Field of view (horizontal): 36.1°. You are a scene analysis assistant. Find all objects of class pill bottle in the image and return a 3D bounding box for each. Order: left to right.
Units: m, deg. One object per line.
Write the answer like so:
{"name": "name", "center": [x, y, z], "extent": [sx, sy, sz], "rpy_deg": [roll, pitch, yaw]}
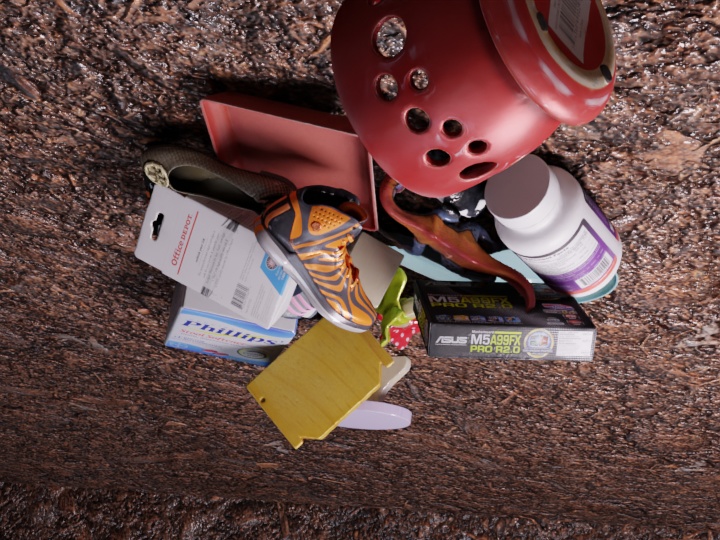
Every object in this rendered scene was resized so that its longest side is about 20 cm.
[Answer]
{"name": "pill bottle", "center": [0.225, -0.055, 1.308], "extent": [0.110, 0.113, 0.200], "rpy_deg": [-7, 153, 32]}

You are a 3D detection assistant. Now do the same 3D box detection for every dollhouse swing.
{"name": "dollhouse swing", "center": [-0.056, 0.171, 1.754], "extent": [0.182, 0.200, 0.176], "rpy_deg": [48, 176, 20]}

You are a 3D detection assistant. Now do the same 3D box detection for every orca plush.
{"name": "orca plush", "center": [0.094, -0.132, 1.236], "extent": [0.071, 0.106, 0.200], "rpy_deg": [-35, 120, 21]}

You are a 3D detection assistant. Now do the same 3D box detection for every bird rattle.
{"name": "bird rattle", "center": [0.088, 0.067, 1.647], "extent": [0.161, 0.114, 0.200], "rpy_deg": [-12, 160, 15]}

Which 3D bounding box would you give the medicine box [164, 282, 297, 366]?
{"name": "medicine box", "center": [-0.201, 0.062, 1.736], "extent": [0.180, 0.104, 0.200], "rpy_deg": [13, 158, -12]}

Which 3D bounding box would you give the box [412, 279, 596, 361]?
{"name": "box", "center": [0.170, 0.059, 1.346], "extent": [0.197, 0.045, 0.160], "rpy_deg": [2, -162, -4]}

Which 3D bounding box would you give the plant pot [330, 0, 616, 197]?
{"name": "plant pot", "center": [0.101, -0.186, 0.937], "extent": [0.199, 0.203, 0.182], "rpy_deg": [26, 144, -37]}

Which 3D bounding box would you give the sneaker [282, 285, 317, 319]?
{"name": "sneaker", "center": [-0.092, 0.023, 1.465], "extent": [0.081, 0.071, 0.200], "rpy_deg": [-2, 160, -14]}

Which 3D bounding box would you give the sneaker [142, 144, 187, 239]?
{"name": "sneaker", "center": [-0.240, -0.083, 1.419], "extent": [0.069, 0.091, 0.201], "rpy_deg": [6, 157, 3]}

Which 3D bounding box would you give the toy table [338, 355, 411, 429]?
{"name": "toy table", "center": [0.004, 0.217, 2.018], "extent": [0.197, 0.119, 0.184], "rpy_deg": [2, 157, 16]}

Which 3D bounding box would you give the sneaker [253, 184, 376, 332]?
{"name": "sneaker", "center": [-0.022, -0.016, 1.277], "extent": [0.112, 0.078, 0.200], "rpy_deg": [-34, 122, 18]}

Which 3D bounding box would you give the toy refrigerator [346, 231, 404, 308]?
{"name": "toy refrigerator", "center": [0.000, 0.000, 1.453], "extent": [0.069, 0.077, 0.200], "rpy_deg": [29, 176, -8]}

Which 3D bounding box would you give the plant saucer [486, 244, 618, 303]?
{"name": "plant saucer", "center": [0.253, -0.006, 1.514], "extent": [0.197, 0.036, 0.200], "rpy_deg": [7, 158, 3]}

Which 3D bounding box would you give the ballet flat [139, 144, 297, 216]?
{"name": "ballet flat", "center": [-0.172, -0.101, 1.305], "extent": [0.198, 0.047, 0.068], "rpy_deg": [16, 150, 7]}

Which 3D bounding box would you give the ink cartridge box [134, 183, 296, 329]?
{"name": "ink cartridge box", "center": [-0.171, -0.029, 1.381], "extent": [0.198, 0.068, 0.117], "rpy_deg": [28, 117, 7]}

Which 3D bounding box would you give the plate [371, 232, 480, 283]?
{"name": "plate", "center": [0.094, -0.013, 1.496], "extent": [0.198, 0.026, 0.200], "rpy_deg": [23, 175, 2]}

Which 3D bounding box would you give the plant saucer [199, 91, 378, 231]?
{"name": "plant saucer", "center": [-0.073, -0.131, 1.275], "extent": [0.197, 0.037, 0.201], "rpy_deg": [14, 155, 11]}

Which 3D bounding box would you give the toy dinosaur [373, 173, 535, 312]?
{"name": "toy dinosaur", "center": [0.106, -0.052, 1.319], "extent": [0.181, 0.106, 0.199], "rpy_deg": [25, -179, -42]}
